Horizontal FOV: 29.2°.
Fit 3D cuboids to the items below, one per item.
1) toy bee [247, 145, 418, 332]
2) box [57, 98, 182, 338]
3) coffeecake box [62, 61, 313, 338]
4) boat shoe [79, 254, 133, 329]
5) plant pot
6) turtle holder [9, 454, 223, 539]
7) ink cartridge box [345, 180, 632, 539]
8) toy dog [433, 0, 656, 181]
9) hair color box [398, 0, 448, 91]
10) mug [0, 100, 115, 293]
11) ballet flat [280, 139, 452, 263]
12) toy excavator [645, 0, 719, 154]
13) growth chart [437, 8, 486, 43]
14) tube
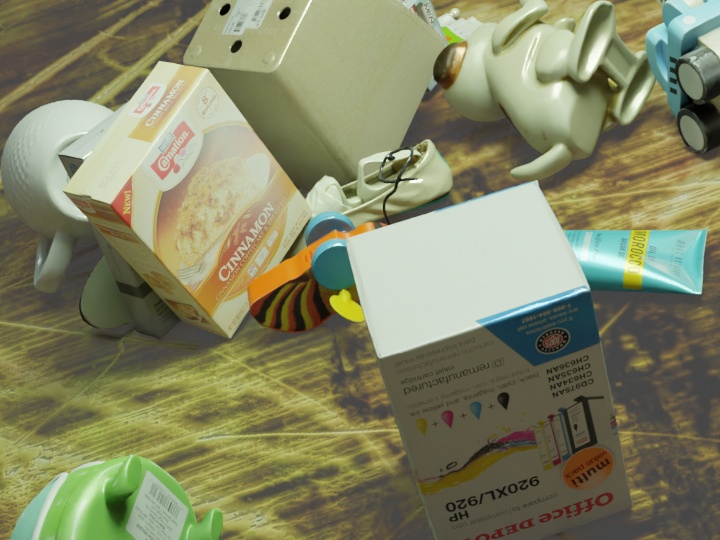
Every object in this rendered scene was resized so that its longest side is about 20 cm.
[{"bbox_3d":[0.000,0.000,1.238,0.199,0.109,0.132,-29,33,33],"label":"toy bee"},{"bbox_3d":[-0.184,-0.063,1.308,0.041,0.202,0.156,10,41,40],"label":"box"},{"bbox_3d":[-0.151,-0.063,1.258,0.073,0.200,0.154,15,63,41],"label":"coffeecake box"},{"bbox_3d":[-0.213,-0.013,1.382,0.063,0.074,0.202,-22,26,54],"label":"boat shoe"},{"bbox_3d":[-0.063,-0.214,1.430,0.198,0.177,0.202,12,69,38],"label":"plant pot"},{"bbox_3d":[-0.185,0.228,0.968,0.131,0.140,0.188,-15,69,32],"label":"turtle holder"},{"bbox_3d":[0.091,0.074,0.971,0.145,0.202,0.145,-18,34,0],"label":"ink cartridge box"},{"bbox_3d":[0.172,-0.187,1.401,0.199,0.139,0.196,22,92,45],"label":"toy dog"},{"bbox_3d":[0.003,-0.266,1.594,0.198,0.100,0.061,9,49,41],"label":"hair color box"},{"bbox_3d":[-0.297,-0.075,1.420,0.146,0.202,0.175,17,0,-20],"label":"mug"},{"bbox_3d":[-0.006,-0.074,1.361,0.198,0.070,0.070,-24,33,-8],"label":"ballet flat"},{"bbox_3d":[0.306,-0.241,1.314,0.099,0.196,0.200,-27,48,-12],"label":"toy excavator"},{"bbox_3d":[0.115,-0.259,1.619,0.144,0.018,0.199,-34,35,-21],"label":"growth chart"},{"bbox_3d":[0.195,-0.008,1.190,0.197,0.051,0.078,1,50,20],"label":"tube"}]
